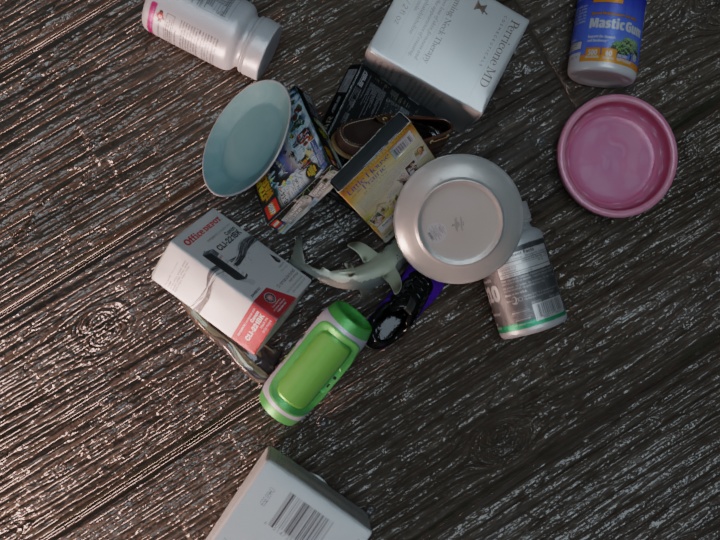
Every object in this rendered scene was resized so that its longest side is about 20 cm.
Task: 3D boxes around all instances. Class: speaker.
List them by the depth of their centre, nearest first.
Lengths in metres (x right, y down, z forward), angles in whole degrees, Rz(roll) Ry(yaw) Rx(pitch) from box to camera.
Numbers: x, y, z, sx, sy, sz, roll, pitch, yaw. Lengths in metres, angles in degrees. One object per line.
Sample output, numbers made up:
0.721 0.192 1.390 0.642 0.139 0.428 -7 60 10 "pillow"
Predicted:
-0.070 0.145 1.432 0.088 0.088 0.200 39 102 -1 "speaker"

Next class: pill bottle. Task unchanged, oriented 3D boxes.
-0.232 -0.388 1.448 0.199 0.113 0.114 27 87 -2 "pill bottle"
0.248 -0.001 1.462 0.112 0.113 0.202 -17 89 -4 "pill bottle"
0.403 -0.408 1.488 0.111 0.112 0.202 8 88 -3 "pill bottle"

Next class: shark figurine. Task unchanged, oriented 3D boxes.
-0.015 0.012 1.468 0.212 0.090 0.129 -6 55 -11 "shark figurine"

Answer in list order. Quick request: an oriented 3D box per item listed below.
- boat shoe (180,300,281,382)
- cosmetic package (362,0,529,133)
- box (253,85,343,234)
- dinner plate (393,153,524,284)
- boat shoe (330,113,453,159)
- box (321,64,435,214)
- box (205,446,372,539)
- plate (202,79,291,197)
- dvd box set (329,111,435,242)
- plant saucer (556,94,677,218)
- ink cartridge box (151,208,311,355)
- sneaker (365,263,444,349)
-0.206 0.089 1.459 0.073 0.074 0.200 -46 100 -14 "boat shoe"
0.127 -0.348 1.442 0.199 0.166 0.168 28 86 -3 "cosmetic package"
-0.109 -0.172 1.403 0.137 0.040 0.201 -42 47 19 "box"
0.149 -0.074 1.382 0.198 0.024 0.202 0 106 1 "dinner plate"
0.051 -0.210 1.400 0.199 0.070 0.071 -8 69 -33 "boat shoe"
0.010 -0.199 1.456 0.159 0.043 0.201 28 86 -30 "box"
-0.118 0.414 1.415 0.198 0.131 0.201 35 87 -2 "box"
-0.172 -0.203 1.430 0.025 0.199 0.202 27 86 -43 "plate"
0.048 -0.135 1.381 0.146 0.200 0.029 -45 60 2 "dvd box set"
0.417 -0.185 1.511 0.198 0.051 0.203 0 87 -3 "plant saucer"
-0.196 0.013 1.407 0.199 0.144 0.084 35 121 2 "ink cartridge box"
0.079 0.049 1.455 0.069 0.100 0.201 39 87 -3 "sneaker"
